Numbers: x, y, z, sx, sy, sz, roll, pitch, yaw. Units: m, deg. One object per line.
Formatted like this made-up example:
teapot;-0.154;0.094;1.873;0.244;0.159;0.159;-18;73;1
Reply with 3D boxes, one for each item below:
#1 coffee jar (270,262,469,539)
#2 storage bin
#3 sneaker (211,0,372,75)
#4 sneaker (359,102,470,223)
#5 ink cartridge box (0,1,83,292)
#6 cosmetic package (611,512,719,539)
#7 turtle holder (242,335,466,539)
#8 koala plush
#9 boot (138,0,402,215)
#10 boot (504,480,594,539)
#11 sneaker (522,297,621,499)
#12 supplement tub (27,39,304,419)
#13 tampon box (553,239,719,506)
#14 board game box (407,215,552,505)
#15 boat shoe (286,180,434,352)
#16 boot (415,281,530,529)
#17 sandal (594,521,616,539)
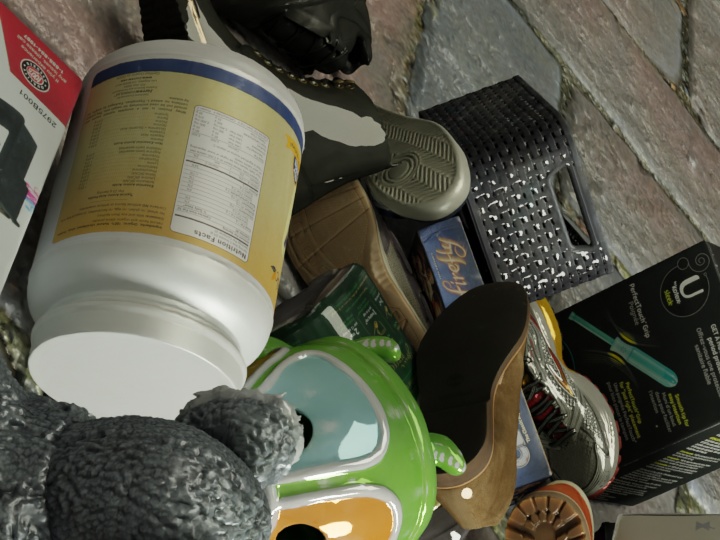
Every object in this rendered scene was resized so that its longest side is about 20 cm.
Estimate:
coffee jar;0.012;0.102;1.237;0.200;0.085;0.104;56;30;-8
storage bin;0.121;-0.065;1.444;0.200;0.094;0.135;-115;-176;-72
sneaker;-0.046;-0.202;1.427;0.200;0.076;0.091;-3;74;-55
sneaker;0.038;-0.068;1.367;0.085;0.075;0.200;55;-6;-32
ink cartridge box;-0.249;-0.074;0.986;0.146;0.083;0.200;45;32;-28
cosmetic package;0.238;0.289;1.345;0.103;0.087;0.200;-65;150;-55
turtle holder;-0.039;0.101;1.108;0.132;0.141;0.186;-11;78;-43
koala plush;-0.132;0.115;0.833;0.177;0.200;0.184;-58;141;-56
boot;-0.065;-0.138;1.278;0.138;0.077;0.200;-22;96;-27
boot;0.146;0.250;1.298;0.107;0.075;0.200;-27;116;-77
sneaker;0.138;0.099;1.460;0.082;0.078;0.200;-5;60;-54
supplement tub;-0.116;-0.020;1.065;0.144;0.144;0.200;35;51;-38
tampon box;0.257;0.091;1.512;0.126;0.200;0.150;17;52;-51
board game box;0.083;0.073;1.340;0.135;0.035;0.200;104;-32;-74
boat shoe;0.000;0.000;1.331;0.200;0.072;0.065;60;10;9
boot;0.080;0.089;1.216;0.200;0.074;0.075;-72;144;-46
sandal;0.192;0.230;1.427;0.048;0.075;0.200;48;27;14
